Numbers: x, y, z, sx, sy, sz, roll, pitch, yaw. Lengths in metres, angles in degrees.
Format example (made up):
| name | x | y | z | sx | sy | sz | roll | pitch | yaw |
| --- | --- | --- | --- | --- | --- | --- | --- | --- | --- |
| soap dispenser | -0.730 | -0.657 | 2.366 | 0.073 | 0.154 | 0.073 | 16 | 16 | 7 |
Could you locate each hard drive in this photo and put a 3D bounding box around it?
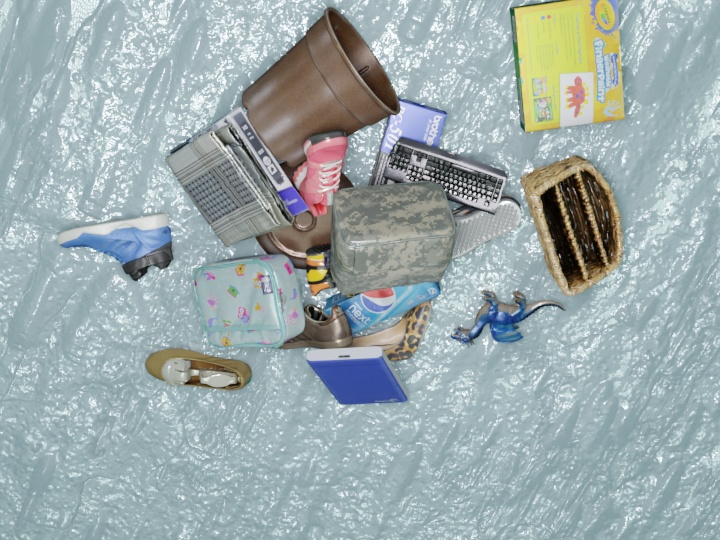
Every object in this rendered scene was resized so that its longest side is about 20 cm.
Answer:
| name | x | y | z | sx | sy | sz | roll | pitch | yaw |
| --- | --- | --- | --- | --- | --- | --- | --- | --- | --- |
| hard drive | -0.002 | 0.187 | 1.660 | 0.131 | 0.026 | 0.200 | -4 | 151 | 15 |

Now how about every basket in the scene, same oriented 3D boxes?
| name | x | y | z | sx | sy | sz | roll | pitch | yaw |
| --- | --- | --- | --- | --- | --- | --- | --- | --- | --- |
| basket | 0.367 | -0.080 | 1.588 | 0.142 | 0.149 | 0.201 | -19 | 104 | 7 |

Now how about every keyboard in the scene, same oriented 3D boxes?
| name | x | y | z | sx | sy | sz | roll | pitch | yaw |
| --- | --- | --- | --- | --- | --- | --- | --- | --- | --- |
| keyboard | 0.133 | -0.135 | 1.578 | 0.199 | 0.021 | 0.128 | 19 | 106 | 8 |

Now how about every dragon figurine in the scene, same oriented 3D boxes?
| name | x | y | z | sx | sy | sz | roll | pitch | yaw |
| --- | --- | --- | --- | --- | --- | --- | --- | --- | --- |
| dragon figurine | 0.260 | 0.091 | 1.687 | 0.199 | 0.059 | 0.100 | 1 | 106 | 2 |

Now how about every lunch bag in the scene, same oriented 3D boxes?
| name | x | y | z | sx | sy | sz | roll | pitch | yaw |
| --- | --- | --- | --- | --- | --- | --- | --- | --- | --- |
| lunch bag | -0.192 | 0.057 | 1.632 | 0.199 | 0.077 | 0.162 | -5 | 98 | 37 |
| lunch bag | 0.044 | -0.039 | 1.524 | 0.199 | 0.140 | 0.168 | -7 | 139 | -8 |

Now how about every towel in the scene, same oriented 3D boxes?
| name | x | y | z | sx | sy | sz | roll | pitch | yaw |
| --- | --- | --- | --- | --- | --- | --- | --- | --- | --- |
| towel | -0.219 | -0.131 | 1.545 | 0.199 | 0.035 | 0.193 | -16 | 112 | 48 |

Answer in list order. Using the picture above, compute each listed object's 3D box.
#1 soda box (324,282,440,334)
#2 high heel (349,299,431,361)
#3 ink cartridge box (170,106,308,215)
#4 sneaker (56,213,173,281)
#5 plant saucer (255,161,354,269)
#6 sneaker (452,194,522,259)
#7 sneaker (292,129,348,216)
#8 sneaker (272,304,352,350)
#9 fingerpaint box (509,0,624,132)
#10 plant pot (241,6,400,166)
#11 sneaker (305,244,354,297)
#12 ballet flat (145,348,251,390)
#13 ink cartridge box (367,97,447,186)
| name | x | y | z | sx | sy | sz | roll | pitch | yaw |
| --- | --- | --- | --- | --- | --- | --- | --- | --- | --- |
| soda box | 0.039 | 0.046 | 1.675 | 0.199 | 0.068 | 0.064 | -25 | 104 | 9 |
| high heel | 0.032 | 0.111 | 1.690 | 0.142 | 0.072 | 0.201 | 24 | 115 | -12 |
| ink cartridge box | -0.206 | -0.151 | 1.579 | 0.198 | 0.043 | 0.201 | -19 | 110 | 49 |
| sneaker | -0.426 | -0.031 | 1.660 | 0.199 | 0.077 | 0.112 | -9 | 97 | -3 |
| plant saucer | -0.097 | -0.093 | 1.655 | 0.199 | 0.037 | 0.202 | 0 | 107 | 1 |
| sneaker | 0.183 | -0.073 | 1.633 | 0.199 | 0.079 | 0.079 | -17 | 103 | 14 |
| sneaker | -0.052 | -0.152 | 1.503 | 0.073 | 0.200 | 0.087 | -14 | 73 | -18 |
| sneaker | -0.093 | 0.095 | 1.662 | 0.199 | 0.070 | 0.076 | -2 | 100 | 40 |
| fingerpaint box | 0.338 | -0.340 | 1.551 | 0.166 | 0.073 | 0.201 | -8 | 106 | 5 |
| plant pot | -0.071 | -0.281 | 1.526 | 0.198 | 0.200 | 0.201 | -33 | 103 | 18 |
| sneaker | 0.000 | 0.000 | 1.643 | 0.199 | 0.070 | 0.091 | -3 | 104 | -19 |
| ballet flat | -0.299 | 0.183 | 1.727 | 0.199 | 0.063 | 0.069 | 4 | 106 | 1 |
| ink cartridge box | 0.073 | -0.186 | 1.618 | 0.093 | 0.044 | 0.201 | 15 | 106 | -5 |
